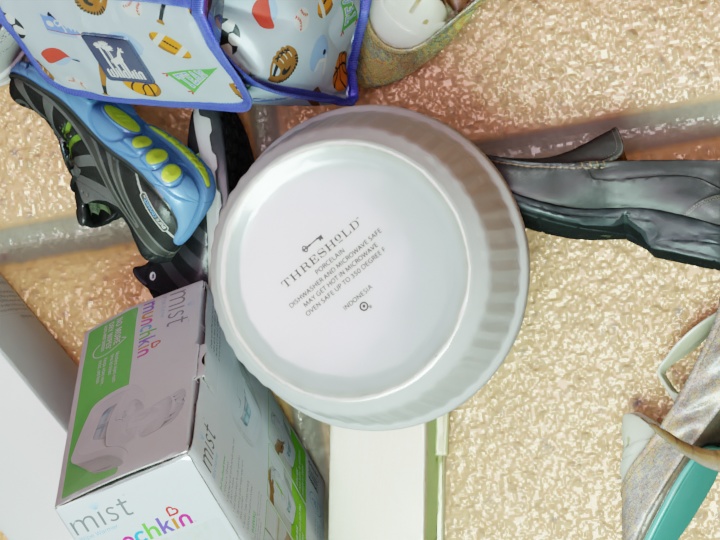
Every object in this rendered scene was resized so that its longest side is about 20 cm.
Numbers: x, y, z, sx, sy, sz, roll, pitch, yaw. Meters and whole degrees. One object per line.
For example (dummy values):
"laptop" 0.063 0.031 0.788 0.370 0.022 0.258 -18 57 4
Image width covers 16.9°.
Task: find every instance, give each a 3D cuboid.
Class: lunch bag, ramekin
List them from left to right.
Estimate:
"lunch bag" -0.111 -0.161 1.500 0.169 0.200 0.125 9 93 28
"ramekin" 0.000 0.000 1.475 0.201 0.094 0.204 0 92 12

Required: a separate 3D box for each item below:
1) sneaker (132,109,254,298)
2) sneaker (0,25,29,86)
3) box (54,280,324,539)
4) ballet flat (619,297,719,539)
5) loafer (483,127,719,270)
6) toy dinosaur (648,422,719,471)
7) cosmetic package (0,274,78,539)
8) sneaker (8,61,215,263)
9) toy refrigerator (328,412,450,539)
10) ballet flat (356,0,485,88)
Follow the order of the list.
"sneaker" -0.113 -0.013 1.589 0.082 0.072 0.201 -2 91 14
"sneaker" -0.219 -0.214 1.601 0.074 0.082 0.201 23 97 11
"box" -0.098 0.136 1.495 0.096 0.200 0.177 -23 118 13
"ballet flat" 0.206 0.094 1.531 0.067 0.068 0.200 35 94 29
"loafer" 0.152 -0.055 1.533 0.199 0.073 0.073 13 86 3
"toy dinosaur" 0.275 0.112 1.506 0.199 0.060 0.107 -20 89 -14
"cosmetic package" -0.229 0.093 1.602 0.085 0.108 0.200 -41 82 11
"sneaker" -0.173 -0.074 1.572 0.200 0.071 0.083 42 114 36
"toy refrigerator" 0.022 0.088 1.560 0.070 0.076 0.201 1 91 13
"ballet flat" 0.058 -0.193 1.548 0.200 0.071 0.071 -38 83 11
